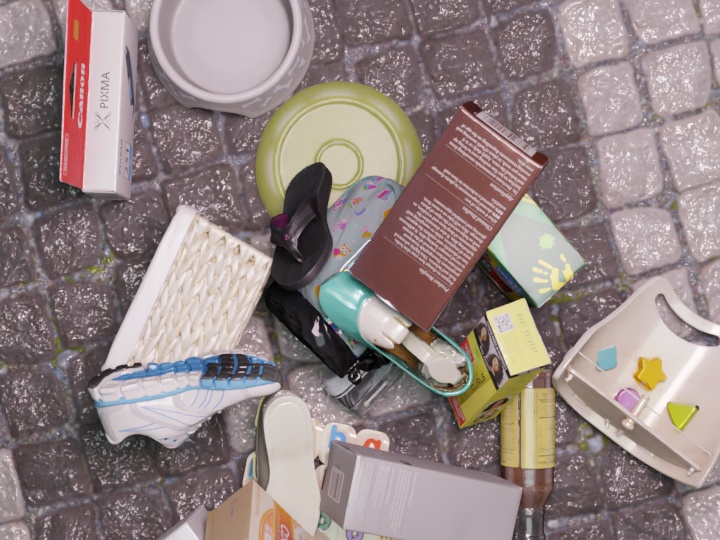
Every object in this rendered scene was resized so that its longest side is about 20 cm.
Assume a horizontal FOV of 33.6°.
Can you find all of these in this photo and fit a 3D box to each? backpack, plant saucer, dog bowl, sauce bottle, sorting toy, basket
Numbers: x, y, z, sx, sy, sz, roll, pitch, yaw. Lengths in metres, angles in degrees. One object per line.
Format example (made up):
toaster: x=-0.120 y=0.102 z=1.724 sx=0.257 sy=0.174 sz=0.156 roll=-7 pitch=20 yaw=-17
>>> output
backpack: x=0.000 y=0.000 z=1.299 sx=0.200 sy=0.167 sz=0.127 roll=-46 pitch=131 yaw=-5
plant saucer: x=-0.024 y=-0.121 z=1.381 sx=0.197 sy=0.031 sz=0.203 roll=0 pitch=88 yaw=-1
dog bowl: x=-0.152 y=-0.276 z=1.373 sx=0.197 sy=0.059 sz=0.203 roll=0 pitch=87 yaw=0
sauce bottle: x=0.188 y=0.212 z=1.351 sx=0.064 sy=0.065 sz=0.203 roll=2 pitch=89 yaw=0
sorting toy: x=0.334 y=0.110 z=1.343 sx=0.199 sy=0.107 sz=0.181 roll=37 pitch=81 yaw=2
basket: x=-0.184 y=0.045 z=1.325 sx=0.122 sy=0.136 sz=0.202 roll=26 pitch=89 yaw=-3

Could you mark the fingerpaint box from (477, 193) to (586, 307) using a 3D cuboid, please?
fingerpaint box: x=0.149 y=-0.043 z=1.292 sx=0.073 sy=0.200 sz=0.167 roll=-41 pitch=89 yaw=-1

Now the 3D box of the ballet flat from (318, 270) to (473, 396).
ballet flat: x=0.046 y=0.066 z=1.221 sx=0.199 sy=0.070 sz=0.068 roll=36 pitch=86 yaw=-27

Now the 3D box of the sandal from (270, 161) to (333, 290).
sandal: x=-0.070 y=-0.053 z=1.276 sx=0.075 sy=0.202 sz=0.048 roll=-31 pitch=123 yaw=22

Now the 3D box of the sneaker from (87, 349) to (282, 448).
sneaker: x=-0.176 y=0.137 z=1.237 sx=0.197 sy=0.075 sz=0.088 roll=-7 pitch=108 yaw=-1

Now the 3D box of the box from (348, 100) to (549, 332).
box: x=0.087 y=-0.053 z=1.162 sx=0.100 sy=0.075 sz=0.201 roll=37 pitch=107 yaw=5

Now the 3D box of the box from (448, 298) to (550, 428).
box: x=0.140 y=0.104 z=1.280 sx=0.049 sy=0.200 sz=0.076 roll=-15 pitch=72 yaw=-16

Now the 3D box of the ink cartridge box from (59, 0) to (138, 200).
ink cartridge box: x=-0.284 y=-0.186 z=1.310 sx=0.044 sy=0.176 sz=0.203 roll=2 pitch=88 yaw=0

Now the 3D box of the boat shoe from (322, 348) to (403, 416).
boat shoe: x=0.045 y=0.080 z=1.361 sx=0.200 sy=0.072 sz=0.071 roll=-44 pitch=107 yaw=1

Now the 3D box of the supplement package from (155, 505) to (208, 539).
supplement package: x=-0.171 y=0.383 z=1.317 sx=0.121 sy=0.120 sz=0.201 roll=-37 pitch=88 yaw=-1

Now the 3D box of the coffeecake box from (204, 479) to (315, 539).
coffeecake box: x=-0.076 y=0.347 z=1.261 sx=0.073 sy=0.154 sz=0.200 roll=-36 pitch=112 yaw=14

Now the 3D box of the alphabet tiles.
alphabet tiles: x=-0.041 y=0.274 z=1.374 sx=0.197 sy=0.015 sz=0.199 roll=11 pitch=88 yaw=1

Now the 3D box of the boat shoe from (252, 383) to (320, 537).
boat shoe: x=-0.085 y=0.226 z=1.335 sx=0.071 sy=0.060 sz=0.205 roll=-3 pitch=107 yaw=-14

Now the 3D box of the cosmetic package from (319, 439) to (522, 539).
cosmetic package: x=0.065 y=0.250 z=1.305 sx=0.197 sy=0.107 sz=0.092 roll=11 pitch=87 yaw=-19
